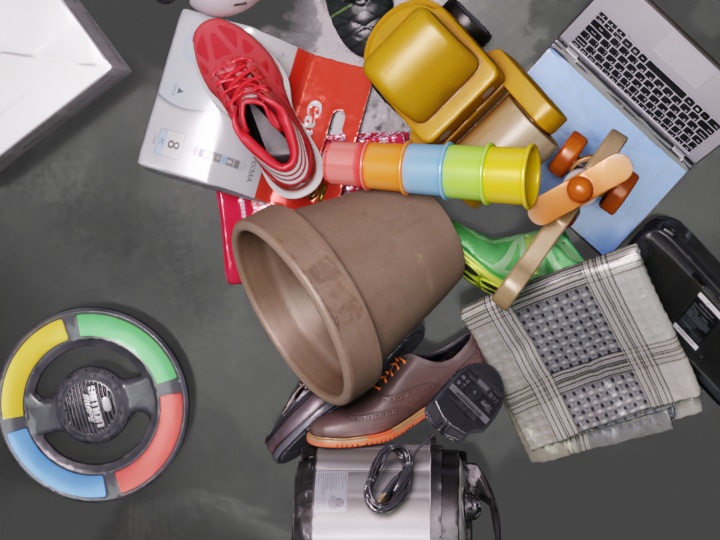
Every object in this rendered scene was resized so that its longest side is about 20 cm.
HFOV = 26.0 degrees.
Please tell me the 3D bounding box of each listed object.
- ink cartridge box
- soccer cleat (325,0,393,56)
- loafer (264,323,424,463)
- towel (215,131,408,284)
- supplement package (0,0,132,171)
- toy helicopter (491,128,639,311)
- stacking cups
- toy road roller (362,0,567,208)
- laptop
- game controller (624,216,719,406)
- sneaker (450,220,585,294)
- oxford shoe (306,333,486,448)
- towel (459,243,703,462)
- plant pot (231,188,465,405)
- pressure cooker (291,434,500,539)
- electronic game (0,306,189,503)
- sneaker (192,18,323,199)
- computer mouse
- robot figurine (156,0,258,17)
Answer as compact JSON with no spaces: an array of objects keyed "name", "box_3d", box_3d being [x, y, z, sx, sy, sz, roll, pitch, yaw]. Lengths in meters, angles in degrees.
[{"name":"ink cartridge box","box_3d":[-0.102,-0.152,1.534,0.198,0.047,0.161,16,85,6]},{"name":"soccer cleat","box_3d":[-0.007,-0.309,1.515,0.067,0.081,0.202,-6,95,3]},{"name":"loafer","box_3d":[-0.025,0.108,1.569,0.200,0.072,0.063,-43,69,0]},{"name":"towel","box_3d":[-0.045,-0.062,1.570,0.198,0.022,0.146,-4,96,3]},{"name":"supplement package","box_3d":[-0.355,-0.199,1.527,0.199,0.111,0.156,-36,93,5]},{"name":"toy helicopter","box_3d":[0.188,-0.048,1.452,0.079,0.132,0.201,36,81,3]},{"name":"stacking cups","box_3d":[0.062,-0.088,1.428,0.198,0.060,0.061,3,96,20]},{"name":"toy road roller","box_3d":[0.085,-0.166,1.469,0.123,0.146,0.200,-44,73,14]},{"name":"laptop","box_3d":[0.244,-0.144,1.505,0.187,0.200,0.116,42,62,-2]},{"name":"game controller","box_3d":[0.335,0.043,1.539,0.104,0.042,0.200,-45,94,-13]},{"name":"sneaker","box_3d":[0.167,-0.007,1.546,0.199,0.074,0.084,23,81,-4]},{"name":"oxford shoe","box_3d":[0.033,0.118,1.537,0.199,0.071,0.073,-19,106,-21]},{"name":"towel","box_3d":[0.217,0.090,1.515,0.191,0.035,0.201,-20,113,19]},{"name":"plant pot","box_3d":[0.000,0.000,1.480,0.174,0.200,0.201,-31,93,-18]},{"name":"pressure cooker","box_3d":[0.037,0.257,1.516,0.198,0.179,0.178,-1,93,4]},{"name":"electronic game","box_3d":[-0.272,0.137,1.588,0.198,0.042,0.202,0,95,3]},{"name":"sneaker","box_3d":[-0.100,-0.169,1.449,0.078,0.116,0.201,-35,75,-3]},{"name":"computer mouse","box_3d":[0.068,0.158,1.477,0.059,0.034,0.200,46,59,4]},{"name":"robot figurine","box_3d":[-0.165,-0.335,1.502,0.200,0.125,0.150,42,99,-1]}]
